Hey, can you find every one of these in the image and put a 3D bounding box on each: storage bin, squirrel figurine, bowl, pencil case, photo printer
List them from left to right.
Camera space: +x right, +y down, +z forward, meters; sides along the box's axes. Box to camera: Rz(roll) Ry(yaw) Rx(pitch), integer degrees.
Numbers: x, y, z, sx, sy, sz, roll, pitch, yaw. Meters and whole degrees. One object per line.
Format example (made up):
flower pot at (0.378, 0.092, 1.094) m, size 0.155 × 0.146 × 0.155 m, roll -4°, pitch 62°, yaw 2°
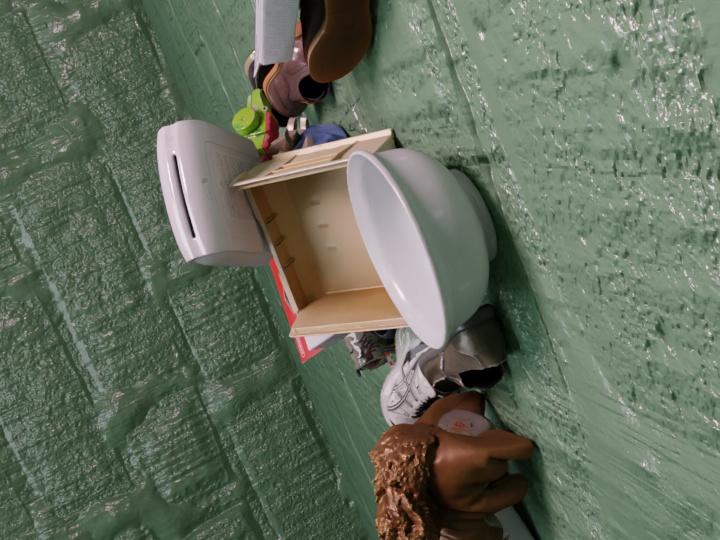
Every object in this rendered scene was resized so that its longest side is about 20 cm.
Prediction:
photo printer at (-0.171, -0.087, 1.041) m, size 0.200 × 0.068 × 0.169 m, roll -1°, pitch -103°, yaw -76°
storage bin at (-0.030, -0.038, 1.010) m, size 0.094 × 0.196 × 0.203 m, roll -51°, pitch -54°, yaw -52°
pencil case at (-0.014, 0.070, 1.442) m, size 0.202 × 0.077 × 0.090 m, roll 62°, pitch 148°, yaw 13°
bowl at (0.069, -0.035, 0.835) m, size 0.203 × 0.089 × 0.202 m, roll 61°, pitch 168°, yaw 23°
squirrel figurine at (0.094, 0.265, 1.008) m, size 0.141 × 0.197 × 0.190 m, roll 33°, pitch 126°, yaw 57°

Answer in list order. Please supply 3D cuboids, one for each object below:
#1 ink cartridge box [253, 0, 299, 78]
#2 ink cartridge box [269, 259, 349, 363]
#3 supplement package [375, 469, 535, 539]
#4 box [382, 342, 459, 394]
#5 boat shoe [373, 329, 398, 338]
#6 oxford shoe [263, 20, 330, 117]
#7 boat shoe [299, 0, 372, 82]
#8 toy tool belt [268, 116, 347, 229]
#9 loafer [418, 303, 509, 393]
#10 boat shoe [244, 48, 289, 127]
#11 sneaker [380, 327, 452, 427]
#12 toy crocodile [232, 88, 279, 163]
ink cartridge box at (-0.083, -0.321, 0.877) m, size 0.200 × 0.040 × 0.203 m, roll 135°, pitch 136°, yaw -77°
ink cartridge box at (-0.086, 0.017, 1.248) m, size 0.176 × 0.044 × 0.203 m, roll -36°, pitch 69°, yaw 48°
supplement package at (0.127, 0.315, 1.141) m, size 0.202 × 0.116 × 0.117 m, roll 57°, pitch 169°, yaw -4°
box at (0.087, 0.154, 1.263) m, size 0.111 × 0.034 × 0.200 m, roll 65°, pitch 168°, yaw 1°
boat shoe at (0.000, 0.000, 1.134) m, size 0.075 × 0.061 × 0.202 m, roll -36°, pitch 75°, yaw 34°
oxford shoe at (-0.081, -0.241, 1.146) m, size 0.074 × 0.071 × 0.200 m, roll 58°, pitch 167°, yaw 10°
boat shoe at (-0.026, -0.266, 0.860) m, size 0.200 × 0.069 × 0.071 m, roll 114°, pitch 135°, yaw -65°
toy tool belt at (-0.056, -0.147, 1.137) m, size 0.201 × 0.122 × 0.125 m, roll -89°, pitch -4°, yaw -59°
loafer at (0.113, 0.104, 0.952) m, size 0.201 × 0.074 × 0.070 m, roll 97°, pitch 150°, yaw -68°
boat shoe at (-0.121, -0.271, 1.282) m, size 0.065 × 0.073 × 0.200 m, roll 58°, pitch 177°, yaw 10°
sneaker at (0.080, 0.146, 1.103) m, size 0.088 × 0.075 × 0.203 m, roll 41°, pitch 138°, yaw 43°
toy crocodile at (-0.138, -0.165, 1.197) m, size 0.068 × 0.061 × 0.203 m, roll 55°, pitch -150°, yaw -48°
